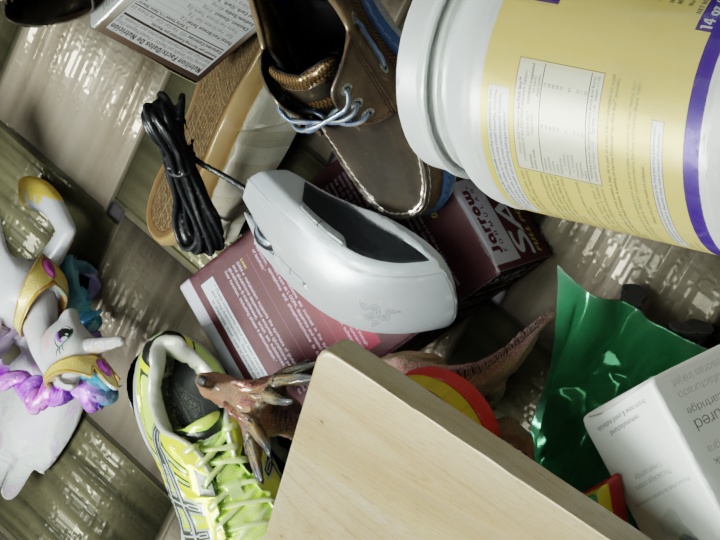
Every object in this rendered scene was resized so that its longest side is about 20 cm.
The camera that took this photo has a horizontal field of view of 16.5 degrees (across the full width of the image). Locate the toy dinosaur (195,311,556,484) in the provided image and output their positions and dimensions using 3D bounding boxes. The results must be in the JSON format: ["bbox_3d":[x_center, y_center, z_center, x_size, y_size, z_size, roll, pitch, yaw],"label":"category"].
[{"bbox_3d":[0.009,0.073,1.330,0.200,0.136,0.086,-30,44,37],"label":"toy dinosaur"}]

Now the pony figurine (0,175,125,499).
[{"bbox_3d":[-0.234,0.039,1.546,0.193,0.167,0.200,-43,58,26],"label":"pony figurine"}]

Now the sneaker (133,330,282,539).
[{"bbox_3d":[-0.080,0.123,1.411,0.075,0.076,0.200,-30,67,-7],"label":"sneaker"}]

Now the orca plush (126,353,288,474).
[{"bbox_3d":[-0.089,0.132,1.491,0.105,0.071,0.200,-31,81,36],"label":"orca plush"}]

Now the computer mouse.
[{"bbox_3d":[-0.037,-0.017,1.346,0.200,0.044,0.110,27,144,27],"label":"computer mouse"}]

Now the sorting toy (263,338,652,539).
[{"bbox_3d":[0.055,0.152,1.251,0.200,0.070,0.199,33,129,22],"label":"sorting toy"}]

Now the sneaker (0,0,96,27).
[{"bbox_3d":[-0.138,-0.210,1.335,0.200,0.075,0.106,138,140,-57],"label":"sneaker"}]

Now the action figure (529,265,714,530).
[{"bbox_3d":[0.126,0.108,1.342,0.118,0.055,0.200,32,116,25],"label":"action figure"}]

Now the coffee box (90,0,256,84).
[{"bbox_3d":[-0.060,-0.210,1.369,0.200,0.080,0.113,-37,42,35],"label":"coffee box"}]

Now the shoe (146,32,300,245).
[{"bbox_3d":[-0.062,-0.099,1.445,0.200,0.053,0.070,-62,32,23],"label":"shoe"}]

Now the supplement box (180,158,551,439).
[{"bbox_3d":[0.000,0.000,1.408,0.200,0.061,0.109,-36,79,36],"label":"supplement box"}]

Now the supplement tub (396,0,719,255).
[{"bbox_3d":[0.134,-0.092,1.240,0.200,0.145,0.145,15,108,32],"label":"supplement tub"}]

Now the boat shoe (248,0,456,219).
[{"bbox_3d":[-0.017,-0.105,1.289,0.072,0.072,0.200,-15,110,35],"label":"boat shoe"}]

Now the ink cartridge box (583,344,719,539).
[{"bbox_3d":[0.224,0.124,1.209,0.200,0.146,0.085,63,155,7],"label":"ink cartridge box"}]
